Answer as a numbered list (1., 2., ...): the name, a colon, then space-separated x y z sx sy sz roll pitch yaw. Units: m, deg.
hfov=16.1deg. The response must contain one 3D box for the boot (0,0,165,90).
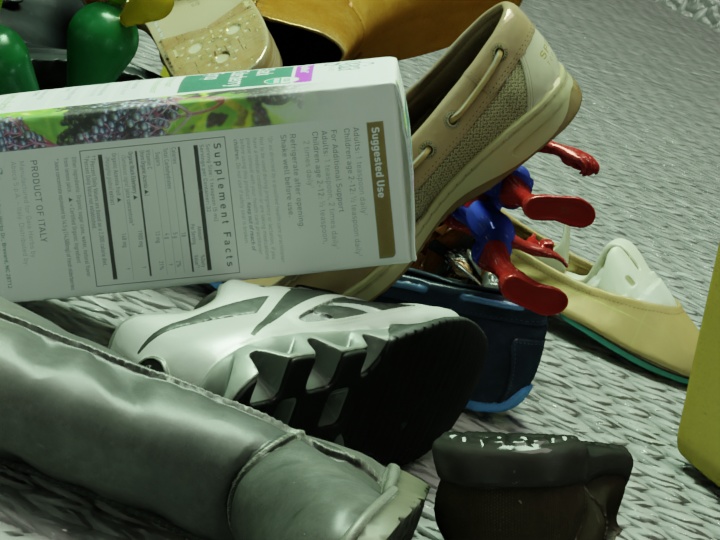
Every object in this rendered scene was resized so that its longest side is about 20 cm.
1. boot: -0.157 -0.109 1.325 0.199 0.077 0.168 12 27 4

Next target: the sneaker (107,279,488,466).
1. sneaker: -0.023 0.034 1.056 0.088 0.075 0.199 32 16 32

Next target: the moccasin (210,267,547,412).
1. moccasin: 0.000 0.000 1.237 0.199 0.069 0.080 23 13 6

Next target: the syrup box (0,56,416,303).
1. syrup box: -0.077 -0.039 1.079 0.198 0.082 0.079 -6 13 2

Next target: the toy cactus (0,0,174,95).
1. toy cactus: -0.152 -0.081 1.178 0.102 0.200 0.165 17 -35 57

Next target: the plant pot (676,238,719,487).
1. plant pot: 0.273 0.047 1.250 0.176 0.202 0.199 16 8 36

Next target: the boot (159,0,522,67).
1. boot: -0.006 -0.128 1.330 0.199 0.071 0.144 -5 18 -1

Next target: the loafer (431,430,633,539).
1. loafer: 0.060 0.099 0.969 0.072 0.072 0.200 2 -6 14

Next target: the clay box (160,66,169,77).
1. clay box: -0.041 -0.094 1.587 0.115 0.048 0.199 31 15 35

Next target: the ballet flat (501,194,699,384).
1. ballet flat: 0.119 0.000 1.439 0.199 0.063 0.069 25 14 11

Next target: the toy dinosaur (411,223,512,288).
1. toy dinosaur: -0.001 -0.043 1.386 0.199 0.103 0.136 20 1 24

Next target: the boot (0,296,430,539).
1. boot: -0.078 0.061 0.873 0.199 0.073 0.182 29 0 2

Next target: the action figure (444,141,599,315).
1. action figure: 0.085 -0.028 1.230 0.098 0.066 0.200 15 13 -20

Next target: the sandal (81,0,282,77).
1. sandal: -0.101 -0.155 1.253 0.212 0.077 0.070 51 -11 50

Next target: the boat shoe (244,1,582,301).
1. boat shoe: 0.007 -0.043 1.157 0.065 0.200 0.071 52 -6 -23
